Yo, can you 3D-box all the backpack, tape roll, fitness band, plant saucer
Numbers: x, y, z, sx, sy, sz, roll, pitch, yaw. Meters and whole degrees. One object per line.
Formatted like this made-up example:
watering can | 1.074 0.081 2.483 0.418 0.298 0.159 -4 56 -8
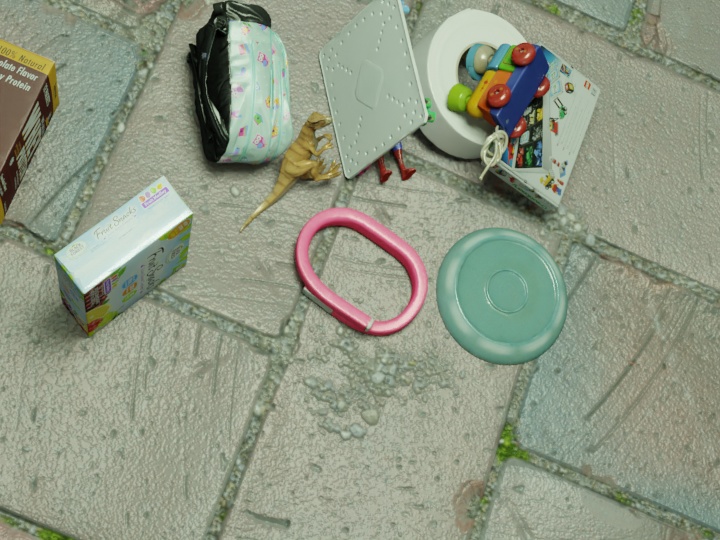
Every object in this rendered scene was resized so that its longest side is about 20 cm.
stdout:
backpack | -0.163 -0.247 1.622 0.124 0.167 0.204 -3 80 -18
tape roll | 0.164 -0.269 1.712 0.199 0.071 0.207 5 79 -26
fitness band | 0.000 0.000 1.640 0.199 0.037 0.145 35 69 -1
plant saucer | 0.205 0.032 1.680 0.196 0.027 0.204 3 73 -11

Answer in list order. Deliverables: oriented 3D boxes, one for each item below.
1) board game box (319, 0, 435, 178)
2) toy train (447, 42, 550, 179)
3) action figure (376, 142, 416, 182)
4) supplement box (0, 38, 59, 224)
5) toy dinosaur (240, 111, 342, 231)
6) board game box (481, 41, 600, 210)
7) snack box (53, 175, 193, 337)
board game box | 0.021 -0.258 1.643 0.026 0.199 0.204 -2 72 -36
toy train | 0.164 -0.221 1.606 0.115 0.085 0.202 20 71 37
action figure | 0.031 -0.231 1.711 0.064 0.052 0.203 -9 73 -23
supplement box | -0.522 -0.197 1.536 0.194 0.133 0.203 22 70 -5
toy dinosaur | -0.090 -0.141 1.641 0.105 0.201 0.061 9 33 -40
board game box | 0.259 -0.205 1.683 0.125 0.034 0.203 32 69 -22
snack box | -0.297 -0.014 1.493 0.168 0.200 0.068 -39 84 -20
